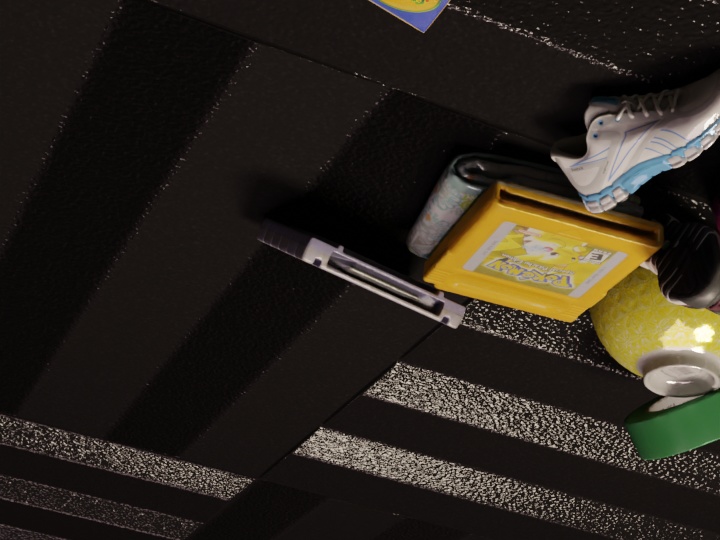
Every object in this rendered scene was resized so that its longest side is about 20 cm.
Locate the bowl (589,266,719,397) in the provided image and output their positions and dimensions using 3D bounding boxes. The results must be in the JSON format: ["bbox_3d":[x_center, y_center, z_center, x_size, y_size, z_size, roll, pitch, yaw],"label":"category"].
[{"bbox_3d":[0.344,0.072,1.541,0.200,0.108,0.200,5,151,3],"label":"bowl"}]

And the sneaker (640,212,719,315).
[{"bbox_3d":[0.338,0.008,1.360,0.115,0.200,0.076,33,102,-12],"label":"sneaker"}]

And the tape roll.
[{"bbox_3d":[0.397,0.150,1.611,0.200,0.048,0.200,-25,178,-1],"label":"tape roll"}]

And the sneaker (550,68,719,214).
[{"bbox_3d":[0.244,-0.127,1.252,0.087,0.075,0.200,42,131,-13],"label":"sneaker"}]

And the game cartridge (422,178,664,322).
[{"bbox_3d":[0.173,-0.013,1.410,0.176,0.033,0.200,14,151,-13],"label":"game cartridge"}]

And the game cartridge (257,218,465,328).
[{"bbox_3d":[0.000,0.000,1.498,0.200,0.038,0.130,24,-176,-29],"label":"game cartridge"}]

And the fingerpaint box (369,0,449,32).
[{"bbox_3d":[0.008,-0.280,0.957,0.200,0.073,0.167,29,133,-16],"label":"fingerpaint box"}]

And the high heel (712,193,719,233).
[{"bbox_3d":[0.357,-0.031,1.342,0.067,0.096,0.200,5,164,21],"label":"high heel"}]

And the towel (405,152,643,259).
[{"bbox_3d":[0.161,-0.044,1.434,0.200,0.048,0.171,12,150,-8],"label":"towel"}]
